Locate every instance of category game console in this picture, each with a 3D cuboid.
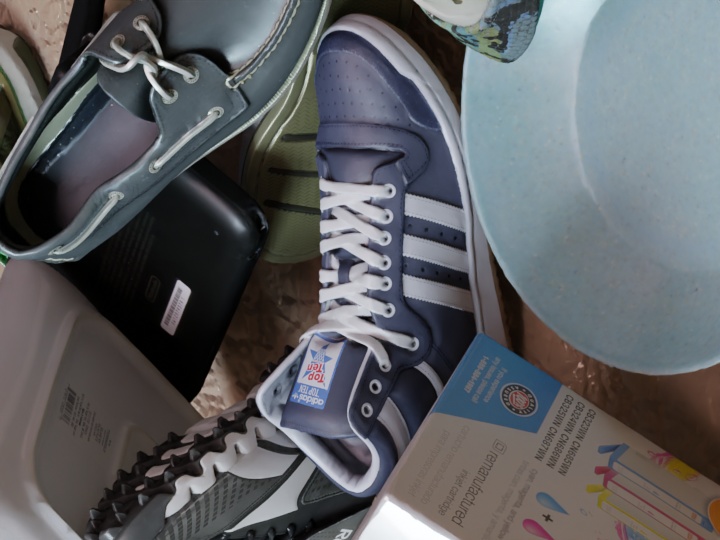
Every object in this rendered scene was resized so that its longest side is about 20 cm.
[{"bbox_3d":[-0.101,-0.059,1.212,0.176,0.116,0.200,39,150,7],"label":"game console"}]

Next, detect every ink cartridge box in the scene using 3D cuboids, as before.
[{"bbox_3d":[0.087,0.148,0.992,0.199,0.129,0.126,31,124,3],"label":"ink cartridge box"}]

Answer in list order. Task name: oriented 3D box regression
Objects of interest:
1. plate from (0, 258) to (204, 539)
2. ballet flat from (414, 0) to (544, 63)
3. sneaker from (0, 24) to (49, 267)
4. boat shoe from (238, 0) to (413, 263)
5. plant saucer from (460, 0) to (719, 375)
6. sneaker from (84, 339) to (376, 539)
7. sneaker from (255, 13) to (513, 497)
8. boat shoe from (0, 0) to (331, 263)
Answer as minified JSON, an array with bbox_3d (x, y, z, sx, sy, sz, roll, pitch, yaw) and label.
[{"bbox_3d":[-0.104,0.106,1.155,0.032,0.200,0.200,-31,115,24],"label":"plate"},{"bbox_3d":[0.031,-0.146,0.944,0.074,0.074,0.201,40,151,33],"label":"ballet flat"},{"bbox_3d":[-0.192,-0.032,1.326,0.077,0.088,0.201,-44,69,45],"label":"sneaker"},{"bbox_3d":[-0.018,-0.097,1.131,0.069,0.074,0.201,-114,31,-46],"label":"boat shoe"},{"bbox_3d":[0.122,-0.061,0.992,0.200,0.039,0.203,8,100,48],"label":"plant saucer"},{"bbox_3d":[-0.039,0.097,1.123,0.066,0.200,0.091,-20,101,44],"label":"sneaker"},{"bbox_3d":[0.000,0.000,1.070,0.070,0.108,0.201,8,123,45],"label":"sneaker"},{"bbox_3d":[-0.085,-0.075,1.058,0.073,0.062,0.200,46,111,2],"label":"boat shoe"}]
